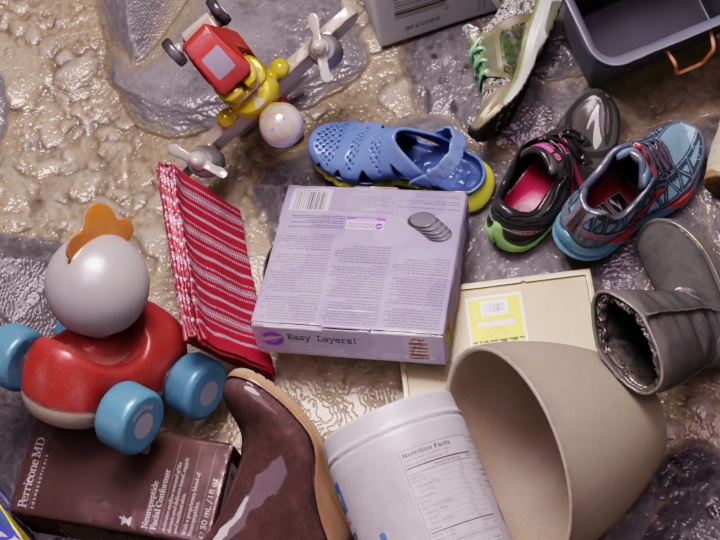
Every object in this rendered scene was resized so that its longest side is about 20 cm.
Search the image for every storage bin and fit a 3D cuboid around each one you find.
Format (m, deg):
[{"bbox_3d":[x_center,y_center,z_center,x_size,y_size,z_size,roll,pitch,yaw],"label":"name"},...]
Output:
[{"bbox_3d":[0.303,-0.263,1.381,0.198,0.134,0.147,-23,79,-3],"label":"storage bin"}]

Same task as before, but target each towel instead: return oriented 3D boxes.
[{"bbox_3d":[-0.139,0.002,1.311,0.022,0.144,0.202,-24,61,19],"label":"towel"}]

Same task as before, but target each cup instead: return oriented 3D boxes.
[{"bbox_3d":[0.184,0.148,1.190,0.142,0.201,0.202,-14,61,-25],"label":"cup"}]

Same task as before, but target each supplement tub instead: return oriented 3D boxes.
[{"bbox_3d":[0.058,0.222,1.172,0.131,0.132,0.202,-21,72,-4],"label":"supplement tub"}]

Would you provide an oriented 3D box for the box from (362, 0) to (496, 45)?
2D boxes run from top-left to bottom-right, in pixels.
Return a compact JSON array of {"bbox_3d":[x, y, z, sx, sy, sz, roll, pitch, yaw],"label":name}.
[{"bbox_3d":[0.079,-0.387,1.437,0.198,0.200,0.173,-19,63,-4],"label":"box"}]

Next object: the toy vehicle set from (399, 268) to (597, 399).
[{"bbox_3d":[0.135,0.071,1.306,0.197,0.027,0.126,-7,64,4],"label":"toy vehicle set"}]

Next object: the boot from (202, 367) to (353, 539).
[{"bbox_3d":[-0.098,0.207,1.195,0.166,0.072,0.201,-39,98,-32],"label":"boot"}]

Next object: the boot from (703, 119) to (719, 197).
[{"bbox_3d":[0.451,-0.141,1.343,0.198,0.073,0.157,7,68,16],"label":"boot"}]

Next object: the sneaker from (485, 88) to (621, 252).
[{"bbox_3d":[0.199,-0.106,1.351,0.076,0.084,0.201,31,72,19],"label":"sneaker"}]

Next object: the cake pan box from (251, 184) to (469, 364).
[{"bbox_3d":[0.000,0.000,1.318,0.197,0.053,0.186,2,48,10],"label":"cake pan box"}]

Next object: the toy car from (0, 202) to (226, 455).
[{"bbox_3d":[-0.230,0.031,1.244,0.183,0.202,0.176,23,26,29],"label":"toy car"}]

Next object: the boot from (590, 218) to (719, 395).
[{"bbox_3d":[0.265,0.028,1.223,0.199,0.073,0.183,-5,53,-43],"label":"boot"}]

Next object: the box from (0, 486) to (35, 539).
[{"bbox_3d":[-0.326,0.273,1.243,0.064,0.070,0.200,-37,66,-10],"label":"box"}]

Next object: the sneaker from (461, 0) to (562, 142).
[{"bbox_3d":[0.140,-0.220,1.415,0.088,0.077,0.201,24,61,6],"label":"sneaker"}]

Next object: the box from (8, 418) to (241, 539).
[{"bbox_3d":[-0.215,0.203,1.263,0.197,0.075,0.101,6,65,12],"label":"box"}]

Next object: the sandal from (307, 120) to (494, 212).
[{"bbox_3d":[0.039,-0.122,1.379,0.198,0.087,0.080,9,67,13],"label":"sandal"}]

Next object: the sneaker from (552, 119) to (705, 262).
[{"bbox_3d":[0.276,-0.089,1.320,0.200,0.096,0.079,-40,72,-22],"label":"sneaker"}]

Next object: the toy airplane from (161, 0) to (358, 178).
[{"bbox_3d":[-0.101,-0.172,1.362,0.198,0.201,0.141,-18,55,-34],"label":"toy airplane"}]
